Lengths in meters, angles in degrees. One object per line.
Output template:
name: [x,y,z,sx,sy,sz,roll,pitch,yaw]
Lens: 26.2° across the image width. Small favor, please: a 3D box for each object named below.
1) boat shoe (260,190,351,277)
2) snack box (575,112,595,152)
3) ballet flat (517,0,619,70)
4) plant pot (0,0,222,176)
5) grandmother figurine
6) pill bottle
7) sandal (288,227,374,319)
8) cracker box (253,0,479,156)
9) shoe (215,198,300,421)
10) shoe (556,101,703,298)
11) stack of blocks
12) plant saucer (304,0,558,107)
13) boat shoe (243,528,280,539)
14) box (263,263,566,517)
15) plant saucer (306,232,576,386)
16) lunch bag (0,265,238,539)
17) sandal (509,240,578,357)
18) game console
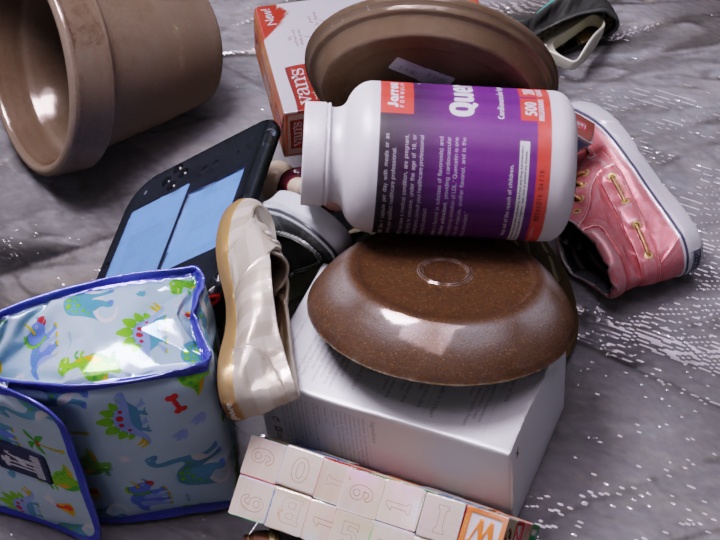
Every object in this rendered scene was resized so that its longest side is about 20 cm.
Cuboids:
boat shoe: [-0.076,-0.015,1.251,0.071,0.072,0.200,-52,22,-19]
snack box: [0.093,-0.138,1.258,0.199,0.072,0.024,25,57,-26]
ballet flat: [0.165,-0.206,1.438,0.199,0.068,0.068,-34,62,-23]
plant pot: [-0.225,-0.198,1.402,0.174,0.201,0.200,-15,46,-30]
grandmother figurine: [-0.020,-0.070,1.294,0.199,0.121,0.061,4,79,35]
pill bottle: [0.056,-0.082,1.146,0.198,0.113,0.113,3,48,-2]
sandal: [0.000,0.001,1.270,0.200,0.058,0.080,-27,51,-19]
cracker box: [0.016,-0.177,1.335,0.198,0.058,0.135,-10,52,-10]
shoe: [-0.070,0.023,1.125,0.053,0.070,0.201,-15,46,14]
shoe: [0.195,-0.062,1.297,0.090,0.072,0.201,-19,53,-19]
stack of blocks: [0.014,0.171,1.068,0.199,0.115,0.059,16,84,20]
plant saucer: [0.053,-0.143,1.199,0.198,0.200,0.030,4,62,9]
boat shoe: [-0.087,0.261,1.034,0.067,0.072,0.201,3,51,6]
box: [0.041,0.092,1.157,0.199,0.098,0.125,15,51,19]
plant saucer: [0.060,0.014,1.129,0.199,0.037,0.201,3,29,-1]
lunch bag: [-0.195,0.103,1.123,0.198,0.171,0.128,-7,45,-2]
sandal: [0.124,-0.008,1.257,0.054,0.080,0.201,-34,57,22]
game console: [-0.151,-0.025,1.262,0.176,0.031,0.201,-27,35,39]
